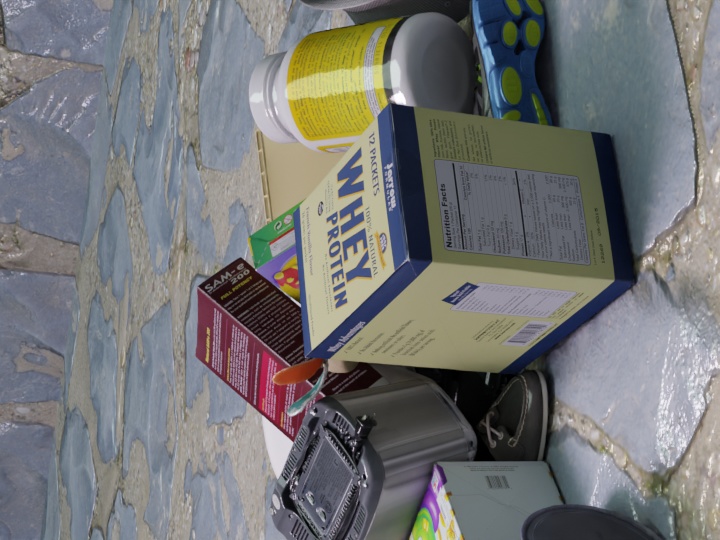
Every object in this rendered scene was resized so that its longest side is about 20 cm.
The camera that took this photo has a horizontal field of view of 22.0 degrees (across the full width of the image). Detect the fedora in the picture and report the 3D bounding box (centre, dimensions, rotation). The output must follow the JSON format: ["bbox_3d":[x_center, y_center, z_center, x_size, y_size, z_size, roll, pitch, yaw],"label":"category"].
[{"bbox_3d":[0.048,-0.270,1.718,0.090,0.200,0.177,57,-167,-29],"label":"fedora"}]

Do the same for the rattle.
[{"bbox_3d":[0.017,0.048,1.585,0.200,0.142,0.131,-69,-7,-63],"label":"rattle"}]

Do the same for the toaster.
[{"bbox_3d":[0.014,0.173,1.604,0.114,0.129,0.200,50,136,32],"label":"toaster"}]

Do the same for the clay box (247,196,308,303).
[{"bbox_3d":[0.000,0.000,1.736,0.115,0.200,0.048,-33,47,19],"label":"clay box"}]

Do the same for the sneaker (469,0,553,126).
[{"bbox_3d":[0.121,-0.167,1.614,0.083,0.071,0.200,148,120,-61],"label":"sneaker"}]

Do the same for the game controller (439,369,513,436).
[{"bbox_3d":[0.111,0.074,1.685,0.104,0.042,0.201,34,122,52],"label":"game controller"}]

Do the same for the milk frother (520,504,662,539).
[{"bbox_3d":[0.110,0.268,1.394,0.181,0.199,0.189,-115,33,-62],"label":"milk frother"}]

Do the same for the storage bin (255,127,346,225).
[{"bbox_3d":[0.002,-0.110,1.807,0.200,0.094,0.199,-33,51,35],"label":"storage bin"}]

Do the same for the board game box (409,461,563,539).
[{"bbox_3d":[0.099,0.269,1.577,0.103,0.105,0.200,-110,28,-47],"label":"board game box"}]

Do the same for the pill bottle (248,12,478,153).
[{"bbox_3d":[-0.001,-0.166,1.675,0.200,0.112,0.113,-3,84,40],"label":"pill bottle"}]

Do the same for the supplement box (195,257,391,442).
[{"bbox_3d":[-0.066,0.091,1.720,0.200,0.061,0.109,39,146,23],"label":"supplement box"}]

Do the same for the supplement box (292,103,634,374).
[{"bbox_3d":[0.077,-0.019,1.491,0.200,0.199,0.135,135,135,-54],"label":"supplement box"}]

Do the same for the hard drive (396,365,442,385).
[{"bbox_3d":[0.035,0.152,1.894,0.140,0.038,0.200,-113,32,-53],"label":"hard drive"}]

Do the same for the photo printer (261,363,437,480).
[{"bbox_3d":[-0.015,0.157,1.812,0.200,0.069,0.167,19,123,36],"label":"photo printer"}]

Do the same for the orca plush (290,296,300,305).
[{"bbox_3d":[-0.010,0.062,1.878,0.200,0.071,0.105,63,160,19],"label":"orca plush"}]

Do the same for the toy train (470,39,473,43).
[{"bbox_3d":[0.114,-0.129,1.673,0.034,0.046,0.201,116,149,-53],"label":"toy train"}]

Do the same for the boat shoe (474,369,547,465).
[{"bbox_3d":[0.114,0.173,1.614,0.067,0.057,0.200,-113,31,-53],"label":"boat shoe"}]
